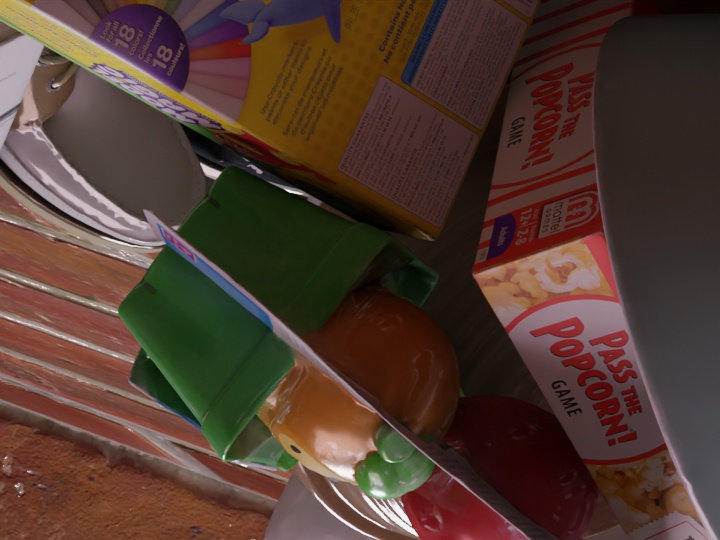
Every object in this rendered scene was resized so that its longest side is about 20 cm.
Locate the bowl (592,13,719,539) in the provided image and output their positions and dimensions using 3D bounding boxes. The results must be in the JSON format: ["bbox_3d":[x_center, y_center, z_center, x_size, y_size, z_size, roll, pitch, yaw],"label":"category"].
[{"bbox_3d":[0.158,0.002,0.841,0.105,0.202,0.201,-18,151,23],"label":"bowl"}]

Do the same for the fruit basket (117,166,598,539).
[{"bbox_3d":[0.016,0.059,0.897,0.200,0.094,0.185,45,-178,9],"label":"fruit basket"}]

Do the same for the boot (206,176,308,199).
[{"bbox_3d":[-0.050,-0.066,1.213,0.200,0.076,0.074,39,173,13],"label":"boot"}]

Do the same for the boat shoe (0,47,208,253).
[{"bbox_3d":[-0.130,-0.090,1.088,0.200,0.075,0.068,46,147,-10],"label":"boat shoe"}]

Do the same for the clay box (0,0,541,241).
[{"bbox_3d":[-0.037,-0.103,0.836,0.199,0.115,0.048,29,171,-32],"label":"clay box"}]

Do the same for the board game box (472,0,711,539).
[{"bbox_3d":[0.107,0.024,0.903,0.046,0.152,0.200,-19,122,23],"label":"board game box"}]

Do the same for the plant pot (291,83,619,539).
[{"bbox_3d":[0.069,0.037,1.040,0.200,0.201,0.093,30,-166,-39],"label":"plant pot"}]

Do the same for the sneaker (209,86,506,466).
[{"bbox_3d":[0.000,0.000,1.076,0.075,0.090,0.200,27,133,-4],"label":"sneaker"}]

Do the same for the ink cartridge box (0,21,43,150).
[{"bbox_3d":[-0.195,-0.093,0.998,0.145,0.084,0.200,58,155,9],"label":"ink cartridge box"}]

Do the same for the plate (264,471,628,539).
[{"bbox_3d":[0.079,0.081,1.329,0.199,0.201,0.032,21,156,9],"label":"plate"}]

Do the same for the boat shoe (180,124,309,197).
[{"bbox_3d":[-0.015,-0.064,1.138,0.199,0.075,0.066,32,143,8],"label":"boat shoe"}]
